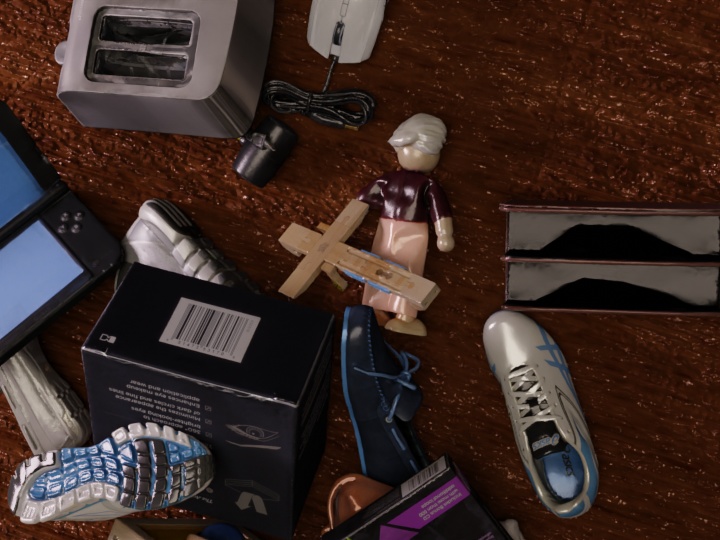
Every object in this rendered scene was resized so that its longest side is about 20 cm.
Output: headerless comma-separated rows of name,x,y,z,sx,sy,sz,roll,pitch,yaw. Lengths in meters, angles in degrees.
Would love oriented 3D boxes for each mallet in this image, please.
mallet,-0.143,-0.170,1.310,0.066,0.041,0.200,-44,81,9

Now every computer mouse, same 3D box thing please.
computer mouse,-0.017,-0.236,1.278,0.109,0.044,0.202,18,96,10

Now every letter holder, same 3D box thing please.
letter holder,0.223,-0.010,1.198,0.198,0.142,0.102,2,93,10

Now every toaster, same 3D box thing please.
toaster,-0.171,-0.219,1.247,0.198,0.119,0.183,6,80,13

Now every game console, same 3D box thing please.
game console,-0.354,-0.027,1.275,0.200,0.117,0.176,-40,59,-12

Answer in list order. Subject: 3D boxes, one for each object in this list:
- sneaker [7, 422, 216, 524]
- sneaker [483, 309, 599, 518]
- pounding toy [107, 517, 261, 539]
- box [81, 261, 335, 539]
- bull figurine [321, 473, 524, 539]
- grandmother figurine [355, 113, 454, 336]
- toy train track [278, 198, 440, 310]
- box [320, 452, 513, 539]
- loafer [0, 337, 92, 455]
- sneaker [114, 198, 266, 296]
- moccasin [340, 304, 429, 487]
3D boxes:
sneaker,-0.208,0.184,1.207,0.198,0.087,0.076,-11,70,23
sneaker,0.167,0.130,1.252,0.071,0.072,0.202,-23,88,12
pounding toy,-0.134,0.288,1.215,0.183,0.199,0.143,26,98,39
box,-0.134,0.120,1.233,0.195,0.118,0.201,15,135,9
bull figurine,0.055,0.259,1.273,0.198,0.065,0.122,23,100,-3
grandmother figurine,0.040,-0.047,1.273,0.120,0.060,0.202,13,93,24
toy train track,0.000,0.000,1.238,0.199,0.033,0.115,23,68,45
box,0.078,0.281,1.229,0.142,0.036,0.201,-35,107,10
loafer,-0.343,0.099,1.340,0.069,0.070,0.201,-35,85,8
sneaker,-0.165,0.036,1.311,0.116,0.075,0.200,-47,75,14
moccasin,0.028,0.113,1.253,0.067,0.081,0.201,-2,129,15
